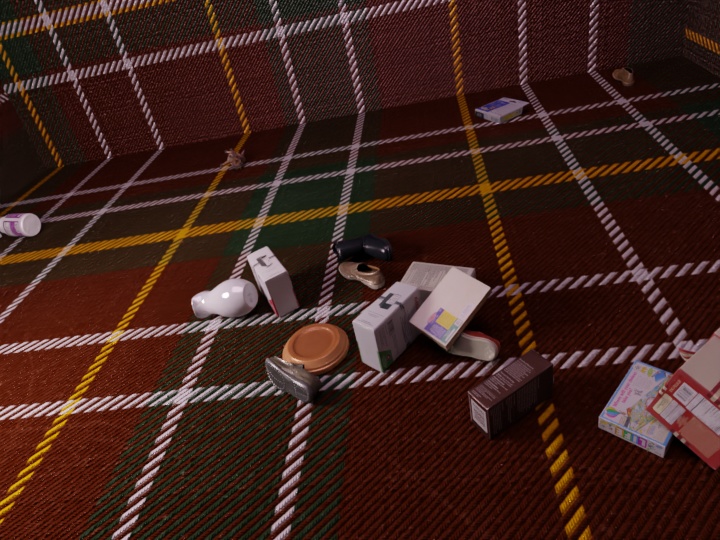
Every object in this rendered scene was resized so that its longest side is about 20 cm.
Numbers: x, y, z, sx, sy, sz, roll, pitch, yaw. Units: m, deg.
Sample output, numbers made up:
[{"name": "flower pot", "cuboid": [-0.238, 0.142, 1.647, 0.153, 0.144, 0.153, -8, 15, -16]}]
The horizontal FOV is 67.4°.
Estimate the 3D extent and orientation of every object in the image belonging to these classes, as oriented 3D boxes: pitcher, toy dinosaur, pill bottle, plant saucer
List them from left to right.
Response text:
[{"name": "pill bottle", "cuboid": [-1.698, -0.226, 2.681, 0.196, 0.114, 0.113, 3, 36, 22]}, {"name": "pitcher", "cuboid": [-0.426, 0.086, 1.776, 0.196, 0.124, 0.172, -11, 16, 25]}, {"name": "toy dinosaur", "cuboid": [-0.654, -0.590, 2.874, 0.133, 0.088, 0.200, 16, 26, 22]}, {"name": "plant saucer", "cuboid": [-0.129, 0.215, 1.536, 0.195, 0.038, 0.202, -10, 34, 7]}]

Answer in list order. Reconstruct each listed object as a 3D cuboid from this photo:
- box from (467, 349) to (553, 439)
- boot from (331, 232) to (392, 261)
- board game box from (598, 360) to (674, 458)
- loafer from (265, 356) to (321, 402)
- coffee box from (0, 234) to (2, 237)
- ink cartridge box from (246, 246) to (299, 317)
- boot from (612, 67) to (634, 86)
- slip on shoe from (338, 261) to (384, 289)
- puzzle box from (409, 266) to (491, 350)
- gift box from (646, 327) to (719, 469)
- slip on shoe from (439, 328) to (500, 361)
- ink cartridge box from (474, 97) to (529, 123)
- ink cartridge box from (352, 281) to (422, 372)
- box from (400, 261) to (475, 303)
[{"name": "box", "cuboid": [0.340, 0.276, 1.218, 0.197, 0.102, 0.075, -26, 35, -18]}, {"name": "boot", "cuboid": [0.002, -0.065, 1.849, 0.165, 0.078, 0.200, -16, 26, -19]}, {"name": "board game box", "cuboid": [0.618, 0.289, 1.159, 0.133, 0.035, 0.199, 21, 47, 40]}, {"name": "loafer", "cuboid": [-0.178, 0.283, 1.434, 0.198, 0.077, 0.069, 25, 37, 37]}, {"name": "coffee box", "cuboid": [-1.956, -0.206, 2.664, 0.194, 0.203, 0.201, 5, 37, 26]}, {"name": "ink cartridge box", "cuboid": [-0.286, 0.034, 1.757, 0.082, 0.149, 0.200, -26, 34, -16]}, {"name": "boot", "cuboid": [1.350, -1.010, 2.764, 0.072, 0.077, 0.202, -11, 32, 7]}, {"name": "slip on shoe", "cuboid": [0.000, 0.000, 1.782, 0.075, 0.062, 0.198, -32, 38, -27]}, {"name": "puzzle box", "cuboid": [0.236, 0.096, 1.426, 0.132, 0.026, 0.201, 32, 75, 37]}, {"name": "gift box", "cuboid": [0.693, 0.226, 1.047, 0.184, 0.186, 0.201, -27, 58, -24]}, {"name": "slip on shoe", "cuboid": [0.275, 0.184, 1.416, 0.197, 0.076, 0.061, 13, 17, 37]}, {"name": "ink cartridge box", "cuboid": [0.716, -0.812, 2.733, 0.197, 0.048, 0.197, -24, 33, -18]}, {"name": "ink cartridge box", "cuboid": [0.082, 0.148, 1.459, 0.082, 0.149, 0.199, 17, 43, 40]}, {"name": "box", "cuboid": [0.226, 0.062, 1.565, 0.196, 0.111, 0.128, 7, 39, 28]}]
